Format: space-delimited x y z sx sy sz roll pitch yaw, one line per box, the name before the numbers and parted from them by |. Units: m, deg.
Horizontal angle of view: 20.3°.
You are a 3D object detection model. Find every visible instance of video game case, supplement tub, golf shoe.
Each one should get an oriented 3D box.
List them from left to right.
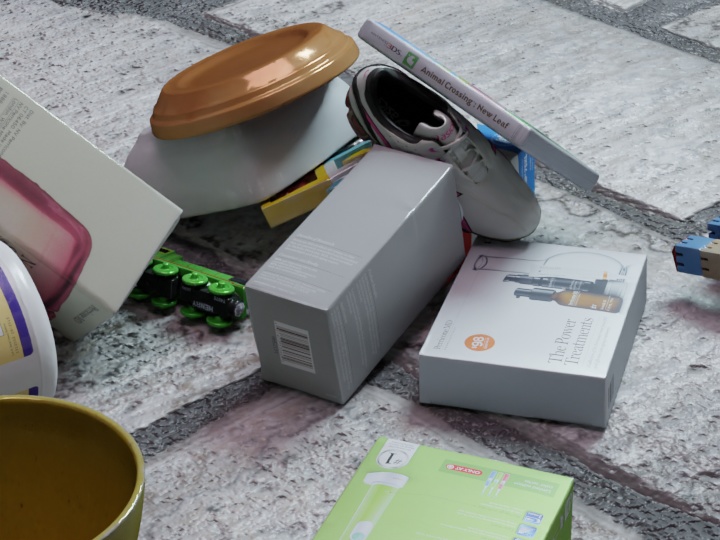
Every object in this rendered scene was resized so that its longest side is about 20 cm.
supplement tub | -0.345 0.068 1.513 0.199 0.146 0.145 -19 34 -29
golf shoe | 0.069 -0.095 1.675 0.200 0.073 0.092 38 -8 -2
video game case | 0.105 -0.141 1.727 0.182 0.022 0.200 37 7 24

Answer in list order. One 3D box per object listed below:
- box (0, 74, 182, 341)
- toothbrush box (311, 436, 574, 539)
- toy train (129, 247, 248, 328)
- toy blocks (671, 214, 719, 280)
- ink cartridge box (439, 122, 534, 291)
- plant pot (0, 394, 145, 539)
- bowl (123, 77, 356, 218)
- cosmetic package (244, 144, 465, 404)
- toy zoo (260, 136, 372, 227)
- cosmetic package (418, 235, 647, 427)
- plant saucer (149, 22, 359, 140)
box | -0.266 -0.051 1.616 0.109 0.200 0.128 -58 13 -23
toothbrush box | 0.043 0.208 1.312 0.145 0.087 0.200 10 31 18
toy train | -0.172 0.003 1.726 0.199 0.042 0.056 18 25 30
toy blocks | 0.358 -0.020 1.703 0.136 0.101 0.200 11 31 43
ink cartridge box | 0.065 -0.063 1.799 0.116 0.068 0.200 14 34 25
plant pot | -0.232 0.194 1.293 0.198 0.143 0.200 -2 30 1
bowl | -0.114 -0.123 1.841 0.199 0.075 0.200 -7 22 42
cosmetic package | 0.000 0.000 1.622 0.090 0.107 0.200 15 44 27
toy zoo | -0.030 -0.088 1.792 0.131 0.021 0.200 -27 13 2
cosmetic package | 0.143 0.045 1.627 0.150 0.052 0.200 5 30 16
plant saucer | -0.099 -0.174 1.788 0.199 0.038 0.200 -19 17 6
